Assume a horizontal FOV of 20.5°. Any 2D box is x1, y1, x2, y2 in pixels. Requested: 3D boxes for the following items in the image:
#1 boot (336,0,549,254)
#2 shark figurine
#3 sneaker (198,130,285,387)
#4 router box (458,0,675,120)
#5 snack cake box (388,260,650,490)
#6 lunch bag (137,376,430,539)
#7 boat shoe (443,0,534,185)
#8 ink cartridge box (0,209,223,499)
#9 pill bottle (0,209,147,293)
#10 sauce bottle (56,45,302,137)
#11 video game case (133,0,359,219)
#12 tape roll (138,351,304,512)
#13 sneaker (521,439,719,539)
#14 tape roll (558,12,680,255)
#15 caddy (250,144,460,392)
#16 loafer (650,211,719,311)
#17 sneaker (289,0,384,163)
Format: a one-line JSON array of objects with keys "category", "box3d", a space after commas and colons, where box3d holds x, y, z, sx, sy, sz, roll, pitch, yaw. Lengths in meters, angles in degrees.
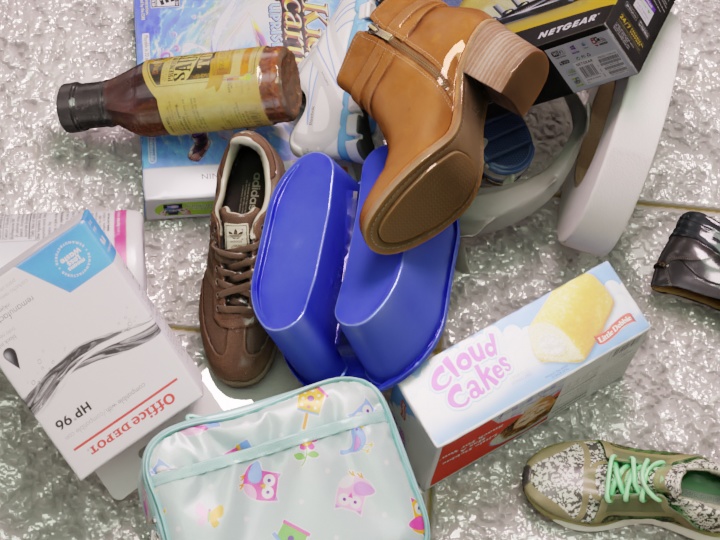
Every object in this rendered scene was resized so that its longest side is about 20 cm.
[{"category": "boot", "box3d": [0.028, -0.117, 1.481, 0.155, 0.077, 0.201, 30, 83, 38]}, {"category": "shark figurine", "box3d": [0.105, -0.058, 1.588, 0.213, 0.090, 0.129, -19, 105, 21]}, {"category": "sneaker", "box3d": [-0.099, -0.012, 1.564, 0.070, 0.076, 0.202, -2, 73, 11]}, {"category": "router box", "box3d": [0.152, -0.197, 1.555, 0.052, 0.199, 0.158, 51, 48, -25]}, {"category": "snack cake box", "box3d": [0.121, 0.084, 1.569, 0.199, 0.115, 0.067, -28, 74, -14]}, {"category": "lunch bag", "box3d": [-0.060, 0.167, 1.428, 0.198, 0.077, 0.162, -16, 78, -14]}, {"category": "boat shoe", "box3d": [0.078, -0.159, 1.677, 0.072, 0.072, 0.202, -19, 77, -14]}, {"category": "ink cartridge box", "box3d": [-0.195, 0.071, 1.490, 0.116, 0.068, 0.201, -34, 101, 1]}, {"category": "pill bottle", "box3d": [-0.268, 0.013, 1.566, 0.198, 0.114, 0.114, -3, 70, -5]}, {"category": "sauce bottle", "box3d": [-0.148, -0.140, 1.600, 0.198, 0.066, 0.067, -5, 69, 15]}, {"category": "video game case", "box3d": [-0.097, -0.147, 1.676, 0.179, 0.046, 0.202, -3, 70, -7]}, {"category": "tape roll", "box3d": [-0.076, 0.162, 1.566, 0.201, 0.037, 0.205, 1, 70, -4]}, {"category": "sneaker", "box3d": [0.227, 0.164, 1.560, 0.198, 0.089, 0.078, 6, 69, -2]}, {"category": "tape roll", "box3d": [0.206, -0.113, 1.595, 0.037, 0.203, 0.204, 16, 69, -3]}, {"category": "caddy", "box3d": [0.000, 0.000, 1.534, 0.140, 0.105, 0.202, -3, 59, 25]}, {"category": "loafer", "box3d": [0.331, 0.033, 1.633, 0.199, 0.073, 0.073, 32, 79, 18]}, {"category": "sneaker", "box3d": [-0.020, -0.175, 1.636, 0.086, 0.075, 0.201, -5, 54, 22]}]
